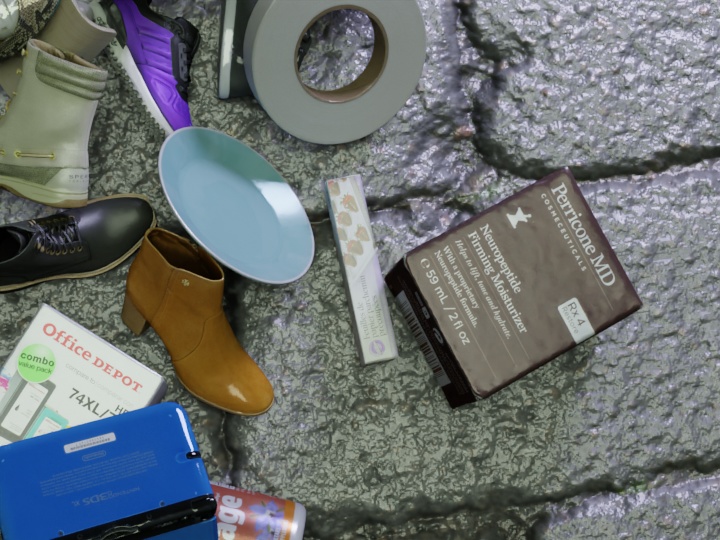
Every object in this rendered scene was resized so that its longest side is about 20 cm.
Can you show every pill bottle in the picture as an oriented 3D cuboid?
[{"bbox_3d":[-0.161,0.269,1.566,0.197,0.112,0.114,14,81,-4],"label":"pill bottle"}]

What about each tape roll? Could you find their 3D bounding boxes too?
[{"bbox_3d":[-0.025,-0.234,1.633,0.200,0.037,0.205,-10,120,-18],"label":"tape roll"}]

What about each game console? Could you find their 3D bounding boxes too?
[{"bbox_3d":[-0.242,0.244,1.471,0.198,0.119,0.172,-13,64,-19],"label":"game console"}]

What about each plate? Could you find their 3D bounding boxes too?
[{"bbox_3d":[-0.132,-0.063,1.604,0.201,0.200,0.026,49,121,2],"label":"plate"}]

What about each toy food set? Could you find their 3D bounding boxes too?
[{"bbox_3d":[-0.352,-0.293,1.632,0.143,0.060,0.201,-35,83,34],"label":"toy food set"}]

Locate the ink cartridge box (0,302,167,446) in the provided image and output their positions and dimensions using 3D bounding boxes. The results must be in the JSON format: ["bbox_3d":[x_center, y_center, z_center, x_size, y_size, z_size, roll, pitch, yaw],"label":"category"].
[{"bbox_3d":[-0.305,0.160,1.551,0.146,0.146,0.201,31,80,-1],"label":"ink cartridge box"}]

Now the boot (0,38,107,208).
[{"bbox_3d":[-0.352,-0.162,1.588,0.198,0.072,0.157,19,104,22],"label":"boot"}]

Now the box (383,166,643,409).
[{"bbox_3d":[0.152,0.022,1.607,0.198,0.164,0.167,-28,85,-9],"label":"box"}]

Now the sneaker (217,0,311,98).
[{"bbox_3d":[-0.099,-0.283,1.661,0.098,0.071,0.203,3,103,-10],"label":"sneaker"}]

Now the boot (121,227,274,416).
[{"bbox_3d":[-0.156,0.054,1.579,0.200,0.144,0.071,36,49,4],"label":"boot"}]

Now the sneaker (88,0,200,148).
[{"bbox_3d":[-0.207,-0.220,1.655,0.099,0.070,0.202,-30,86,-11],"label":"sneaker"}]

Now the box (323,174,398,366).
[{"bbox_3d":[0.000,0.000,1.659,0.038,0.041,0.203,-11,82,-7],"label":"box"}]

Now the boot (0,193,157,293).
[{"bbox_3d":[-0.304,-0.032,1.583,0.198,0.138,0.078,-25,84,-10],"label":"boot"}]

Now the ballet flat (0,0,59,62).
[{"bbox_3d":[-0.387,-0.242,1.585,0.199,0.075,0.068,-32,80,34],"label":"ballet flat"}]
